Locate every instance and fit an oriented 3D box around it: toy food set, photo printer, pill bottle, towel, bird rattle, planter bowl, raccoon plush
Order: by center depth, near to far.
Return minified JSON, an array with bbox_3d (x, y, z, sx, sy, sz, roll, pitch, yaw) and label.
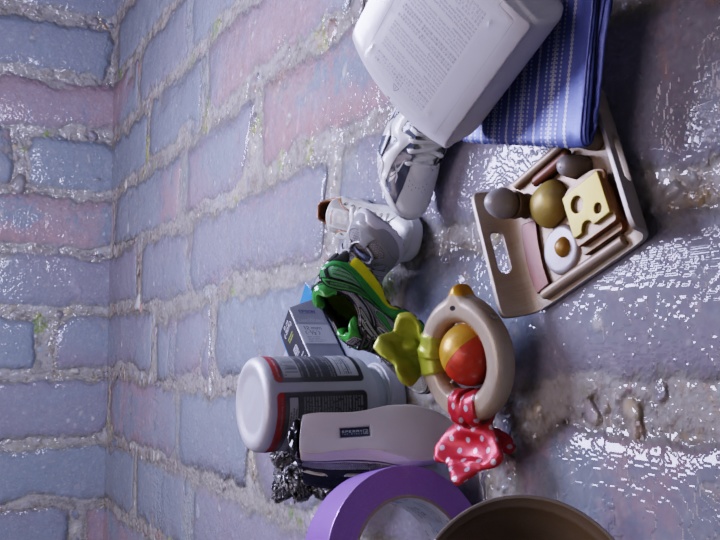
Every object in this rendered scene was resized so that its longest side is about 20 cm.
[{"bbox_3d":[0.140,0.315,0.776,0.135,0.197,0.202,88,171,-64],"label":"planter bowl"},{"bbox_3d":[0.080,-0.226,0.834,0.167,0.069,0.200,50,143,10],"label":"photo printer"},{"bbox_3d":[0.161,-0.192,0.835,0.199,0.024,0.147,19,107,62],"label":"towel"},{"bbox_3d":[0.181,-0.059,0.838,0.200,0.060,0.145,-45,49,53],"label":"toy food set"},{"bbox_3d":[0.102,0.110,0.920,0.164,0.111,0.201,-66,35,38],"label":"bird rattle"},{"bbox_3d":[-0.048,0.167,1.109,0.115,0.198,0.118,-10,79,61],"label":"pill bottle"},{"bbox_3d":[-0.036,0.259,1.147,0.200,0.132,0.098,-38,53,55],"label":"raccoon plush"}]

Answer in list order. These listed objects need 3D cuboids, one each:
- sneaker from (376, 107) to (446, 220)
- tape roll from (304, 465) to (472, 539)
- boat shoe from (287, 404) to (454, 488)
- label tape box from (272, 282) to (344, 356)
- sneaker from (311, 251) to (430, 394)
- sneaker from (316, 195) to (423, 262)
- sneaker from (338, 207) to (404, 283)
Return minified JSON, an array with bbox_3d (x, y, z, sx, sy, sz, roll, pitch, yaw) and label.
[{"bbox_3d":[0.082,-0.159,1.015,0.129,0.079,0.202,-169,92,-70],"label":"sneaker"},{"bbox_3d":[0.039,0.313,0.929,0.066,0.198,0.203,-32,60,56],"label":"tape roll"},{"bbox_3d":[0.016,0.212,1.031,0.093,0.197,0.075,90,-178,-51],"label":"boat shoe"},{"bbox_3d":[-0.094,0.135,1.346,0.201,0.065,0.144,59,138,44],"label":"label tape box"},{"bbox_3d":[0.014,0.077,1.043,0.200,0.085,0.078,45,132,-5],"label":"sneaker"},{"bbox_3d":[0.004,-0.055,1.154,0.199,0.084,0.074,22,106,58],"label":"sneaker"},{"bbox_3d":[0.000,0.000,1.100,0.074,0.082,0.201,35,151,13],"label":"sneaker"}]
